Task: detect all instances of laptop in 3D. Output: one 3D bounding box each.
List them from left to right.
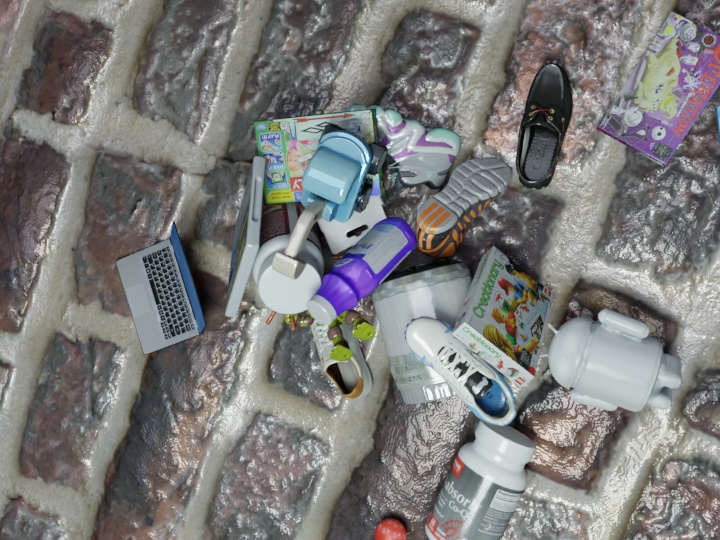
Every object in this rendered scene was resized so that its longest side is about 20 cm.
[{"bbox_3d":[-0.358,0.036,1.280,0.199,0.116,0.188,-20,84,15],"label":"laptop"}]

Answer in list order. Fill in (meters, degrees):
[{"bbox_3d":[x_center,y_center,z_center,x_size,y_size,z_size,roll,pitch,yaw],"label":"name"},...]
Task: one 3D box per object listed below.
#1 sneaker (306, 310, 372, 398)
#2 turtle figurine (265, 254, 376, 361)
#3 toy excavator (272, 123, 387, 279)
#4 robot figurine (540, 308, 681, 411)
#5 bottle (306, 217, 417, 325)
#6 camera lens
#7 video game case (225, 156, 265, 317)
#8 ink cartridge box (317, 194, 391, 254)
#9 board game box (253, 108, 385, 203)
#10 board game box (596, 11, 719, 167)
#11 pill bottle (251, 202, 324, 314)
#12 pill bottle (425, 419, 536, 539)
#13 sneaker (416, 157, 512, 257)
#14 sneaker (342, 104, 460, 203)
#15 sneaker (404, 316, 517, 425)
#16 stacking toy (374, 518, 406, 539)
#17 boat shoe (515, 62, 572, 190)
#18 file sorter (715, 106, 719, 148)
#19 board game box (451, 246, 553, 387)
[{"bbox_3d":[-0.041,0.119,1.206,0.073,0.085,0.201,-30,79,15],"label":"sneaker"},{"bbox_3d":[-0.049,0.072,1.168,0.200,0.064,0.161,-33,46,0],"label":"turtle figurine"},{"bbox_3d":[-0.057,-0.103,1.049,0.100,0.200,0.195,25,115,9],"label":"toy excavator"},{"bbox_3d":[0.368,0.137,1.075,0.199,0.113,0.170,19,118,14],"label":"robot figurine"},{"bbox_3d":[0.000,0.000,1.086,0.200,0.083,0.065,-45,108,-28],"label":"bottle"},{"bbox_3d":[0.112,0.091,1.123,0.159,0.160,0.201,-16,86,15],"label":"camera lens"},{"bbox_3d":[-0.186,-0.052,1.169,0.022,0.200,0.183,10,52,-15],"label":"video game case"},{"bbox_3d":[-0.027,-0.137,1.211,0.117,0.067,0.201,-23,83,14],"label":"ink cartridge box"},{"bbox_3d":[-0.066,-0.181,1.153,0.199,0.029,0.135,-2,105,18],"label":"board game box"},{"bbox_3d":[0.466,-0.274,1.095,0.120,0.032,0.201,32,98,9],"label":"board game box"},{"bbox_3d":[-0.118,-0.023,1.157,0.114,0.200,0.115,-4,120,-7],"label":"pill bottle"},{"bbox_3d":[0.189,0.341,1.123,0.115,0.116,0.201,25,96,15],"label":"pill bottle"},{"bbox_3d":[0.159,-0.097,1.157,0.200,0.112,0.078,-36,64,-21],"label":"sneaker"},{"bbox_3d":[0.052,-0.179,1.162,0.199,0.078,0.141,17,91,-1],"label":"sneaker"},{"bbox_3d":[0.145,0.137,1.006,0.200,0.072,0.072,43,84,-7],"label":"sneaker"},{"bbox_3d":[0.030,0.509,1.191,0.085,0.085,0.201,20,90,15],"label":"stacking toy"},{"bbox_3d":[0.288,-0.228,1.127,0.073,0.063,0.202,10,91,18],"label":"boat shoe"},{"bbox_3d":[0.593,-0.151,1.008,0.138,0.123,0.201,-6,89,16],"label":"file sorter"},{"bbox_3d":[0.215,0.063,1.066,0.126,0.200,0.035,37,130,-5],"label":"board game box"}]
